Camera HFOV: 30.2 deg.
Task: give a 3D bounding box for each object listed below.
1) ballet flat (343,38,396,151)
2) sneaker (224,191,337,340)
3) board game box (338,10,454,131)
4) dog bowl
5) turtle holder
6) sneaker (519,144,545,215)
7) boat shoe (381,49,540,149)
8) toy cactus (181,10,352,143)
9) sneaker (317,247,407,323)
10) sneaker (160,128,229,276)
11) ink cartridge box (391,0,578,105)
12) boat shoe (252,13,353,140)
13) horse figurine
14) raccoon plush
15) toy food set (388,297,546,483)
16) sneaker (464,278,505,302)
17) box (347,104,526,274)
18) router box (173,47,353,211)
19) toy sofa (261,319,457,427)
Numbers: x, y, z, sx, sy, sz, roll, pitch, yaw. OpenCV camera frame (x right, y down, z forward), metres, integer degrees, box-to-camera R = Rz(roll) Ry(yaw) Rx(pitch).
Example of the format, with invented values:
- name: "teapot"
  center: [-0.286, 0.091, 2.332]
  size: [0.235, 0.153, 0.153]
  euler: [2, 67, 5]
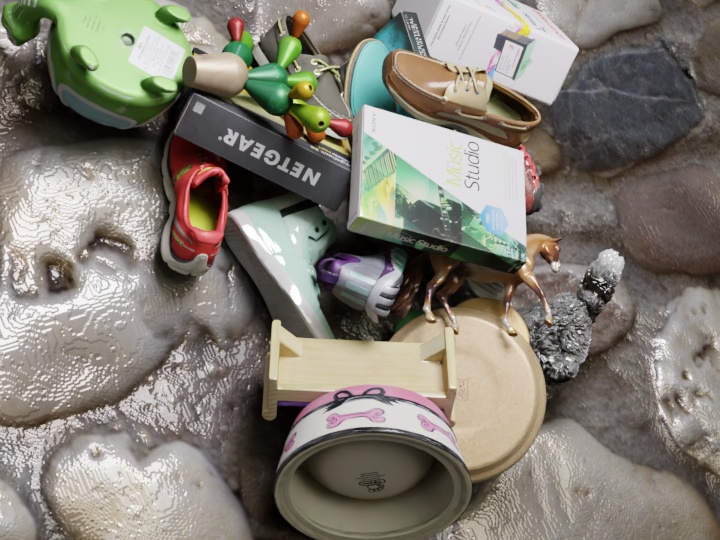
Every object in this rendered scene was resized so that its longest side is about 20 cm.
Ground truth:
- name: "ballet flat"
  center: [0.006, -0.162, 1.534]
  size: [0.068, 0.063, 0.203]
  euler: [-1, 85, -25]
- name: "sneaker"
  center: [-0.052, 0.002, 1.449]
  size: [0.117, 0.074, 0.202]
  euler: [-26, 80, -31]
- name: "board game box"
  center: [0.044, -0.180, 1.558]
  size: [0.028, 0.135, 0.202]
  euler: [-1, 67, -40]
- name: "dog bowl"
  center: [0.011, 0.193, 1.333]
  size: [0.198, 0.201, 0.074]
  euler: [20, 42, -21]
- name: "turtle holder"
  center: [-0.274, -0.218, 1.389]
  size: [0.183, 0.132, 0.143]
  euler: [-1, 69, -30]
- name: "sneaker"
  center: [0.149, -0.148, 1.648]
  size: [0.097, 0.071, 0.202]
  euler: [-24, 79, -37]
- name: "boat shoe"
  center: [0.116, -0.197, 1.480]
  size: [0.198, 0.074, 0.076]
  euler: [22, 54, -30]
- name: "toy cactus"
  center: [-0.105, -0.206, 1.391]
  size: [0.164, 0.103, 0.201]
  euler: [-1, 46, -39]
- name: "sneaker"
  center: [0.000, 0.000, 1.435]
  size: [0.087, 0.200, 0.075]
  euler: [24, 95, -1]
- name: "sneaker"
  center: [-0.164, -0.090, 1.417]
  size: [0.076, 0.085, 0.202]
  euler: [12, 52, -25]
- name: "ink cartridge box"
  center: [0.155, -0.299, 1.676]
  size: [0.198, 0.085, 0.145]
  euler: [17, 24, -23]
- name: "boat shoe"
  center: [-0.059, -0.221, 1.507]
  size: [0.072, 0.061, 0.202]
  euler: [17, 27, -42]
- name: "horse figurine"
  center: [0.130, 0.009, 1.457]
  size: [0.197, 0.050, 0.134]
  euler: [0, 56, -1]
- name: "raccoon plush"
  center: [0.203, 0.041, 1.556]
  size: [0.133, 0.097, 0.202]
  euler: [29, 79, -16]
- name: "toy food set"
  center: [0.103, 0.133, 1.455]
  size: [0.195, 0.049, 0.202]
  euler: [-15, 74, -3]
- name: "sneaker"
  center: [0.131, -0.057, 1.551]
  size: [0.073, 0.082, 0.203]
  euler: [-3, 79, -4]
- name: "box"
  center: [0.084, -0.087, 1.426]
  size: [0.198, 0.036, 0.146]
  euler: [13, 58, -18]
- name: "router box"
  center: [-0.106, -0.156, 1.461]
  size: [0.198, 0.053, 0.158]
  euler: [25, 21, -19]
- name: "toy sofa"
  center: [0.000, 0.116, 1.366]
  size: [0.197, 0.098, 0.083]
  euler: [3, 45, -4]
